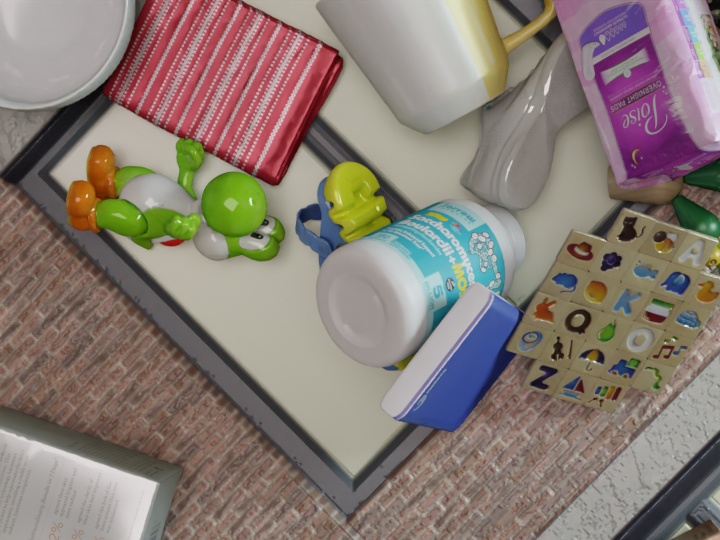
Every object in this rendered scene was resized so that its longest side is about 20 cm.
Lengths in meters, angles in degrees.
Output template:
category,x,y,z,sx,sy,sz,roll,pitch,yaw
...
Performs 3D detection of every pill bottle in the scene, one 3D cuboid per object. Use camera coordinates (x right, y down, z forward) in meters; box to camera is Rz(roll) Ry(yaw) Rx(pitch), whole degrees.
category,x,y,z,sx,sy,sz,roll,pitch,yaw
pill bottle,0.062,0.002,1.408,0.111,0.200,0.111,19,121,35

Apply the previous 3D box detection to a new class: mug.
category,x,y,z,sx,sy,sz,roll,pitch,yaw
mug,0.073,-0.217,1.434,0.186,0.149,0.154,-26,95,30

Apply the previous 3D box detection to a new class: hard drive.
category,x,y,z,sx,sy,sz,roll,pitch,yaw
hard drive,0.091,0.081,1.401,0.025,0.200,0.132,39,94,18

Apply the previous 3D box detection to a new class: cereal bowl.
category,x,y,z,sx,sy,sz,roll,pitch,yaw
cereal bowl,-0.305,-0.248,1.508,0.199,0.083,0.201,0,90,7

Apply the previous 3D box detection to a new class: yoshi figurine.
category,x,y,z,sx,sy,sz,roll,pitch,yaw
yoshi figurine,-0.166,-0.067,1.477,0.199,0.112,0.113,14,92,4

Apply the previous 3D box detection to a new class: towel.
category,x,y,z,sx,sy,sz,roll,pitch,yaw
towel,-0.131,-0.186,1.519,0.199,0.022,0.145,28,95,8

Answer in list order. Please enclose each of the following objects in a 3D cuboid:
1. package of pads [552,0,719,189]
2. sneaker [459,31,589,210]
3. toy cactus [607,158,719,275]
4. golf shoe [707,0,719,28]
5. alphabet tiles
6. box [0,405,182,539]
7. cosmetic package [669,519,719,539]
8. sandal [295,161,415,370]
category,x,y,z,sx,sy,sz,roll,pitch,yaw
package of pads,0.250,-0.180,1.379,0.120,0.075,0.201,-27,77,47
sneaker,0.155,-0.154,1.468,0.088,0.075,0.200,19,74,49
toy cactus,0.307,-0.081,1.441,0.164,0.102,0.201,-3,98,16
golf shoe,0.327,-0.303,1.406,0.077,0.200,0.088,-3,51,14
alphabet tiles,0.230,0.039,1.421,0.166,0.006,0.200,16,119,-19
box,-0.290,0.230,1.491,0.199,0.106,0.153,19,92,6
cosmetic package,0.252,0.310,1.432,0.199,0.103,0.087,-29,85,4
sandal,0.000,0.000,1.485,0.087,0.079,0.201,-16,96,43
